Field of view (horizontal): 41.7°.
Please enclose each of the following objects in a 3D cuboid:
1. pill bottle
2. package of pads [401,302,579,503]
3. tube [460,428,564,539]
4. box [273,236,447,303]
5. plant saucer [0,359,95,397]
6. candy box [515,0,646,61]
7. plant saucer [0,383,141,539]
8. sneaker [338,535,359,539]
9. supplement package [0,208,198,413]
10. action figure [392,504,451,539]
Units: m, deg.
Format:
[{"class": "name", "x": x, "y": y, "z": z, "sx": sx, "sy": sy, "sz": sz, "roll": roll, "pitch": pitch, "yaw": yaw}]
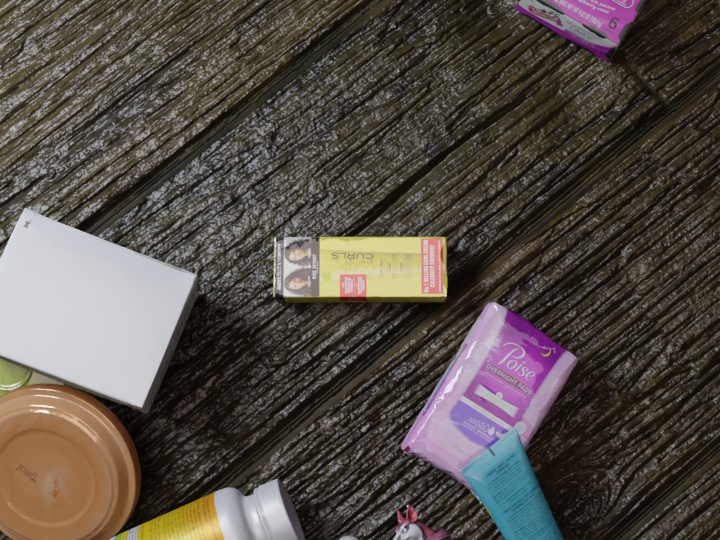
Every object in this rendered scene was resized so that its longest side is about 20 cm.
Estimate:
[{"class": "pill bottle", "x": -0.165, "y": 0.305, "z": 1.026, "sx": 0.199, "sy": 0.111, "sz": 0.111, "roll": -24, "pitch": 82, "yaw": -2}, {"class": "package of pads", "x": 0.146, "y": 0.148, "z": 1.062, "sx": 0.120, "sy": 0.076, "sz": 0.200, "roll": 33, "pitch": 84, "yaw": 2}, {"class": "tube", "x": 0.181, "y": 0.274, "z": 1.020, "sx": 0.077, "sy": 0.050, "sz": 0.201, "roll": -35, "pitch": 106, "yaw": -25}, {"class": "box", "x": 0.000, "y": 0.000, "z": 1.098, "sx": 0.199, "sy": 0.050, "sz": 0.076, "roll": 1, "pitch": 81, "yaw": 1}, {"class": "plant saucer", "x": -0.404, "y": 0.113, "z": 1.098, "sx": 0.199, "sy": 0.031, "sz": 0.201, "roll": 0, "pitch": 82, "yaw": 1}, {"class": "candy box", "x": 0.297, "y": -0.376, "z": 1.142, "sx": 0.136, "sy": 0.061, "sz": 0.200, "roll": 31, "pitch": 83, "yaw": 5}, {"class": "plant saucer", "x": -0.343, "y": 0.224, "z": 1.044, "sx": 0.199, "sy": 0.032, "sz": 0.201, "roll": 2, "pitch": 103, "yaw": 8}, {"class": "sneaker", "x": -0.072, "y": 0.374, "z": 1.040, "sx": 0.088, "sy": 0.075, "sz": 0.201, "roll": 27, "pitch": 84, "yaw": 16}, {"class": "supplement package", "x": -0.301, "y": 0.049, "z": 1.043, "sx": 0.199, "sy": 0.111, "sz": 0.156, "roll": 22, "pitch": 75, "yaw": -4}, {"class": "action figure", "x": 0.095, "y": 0.342, "z": 1.006, "sx": 0.148, "sy": 0.134, "sz": 0.201, "roll": -20, "pitch": 85, "yaw": -3}]
